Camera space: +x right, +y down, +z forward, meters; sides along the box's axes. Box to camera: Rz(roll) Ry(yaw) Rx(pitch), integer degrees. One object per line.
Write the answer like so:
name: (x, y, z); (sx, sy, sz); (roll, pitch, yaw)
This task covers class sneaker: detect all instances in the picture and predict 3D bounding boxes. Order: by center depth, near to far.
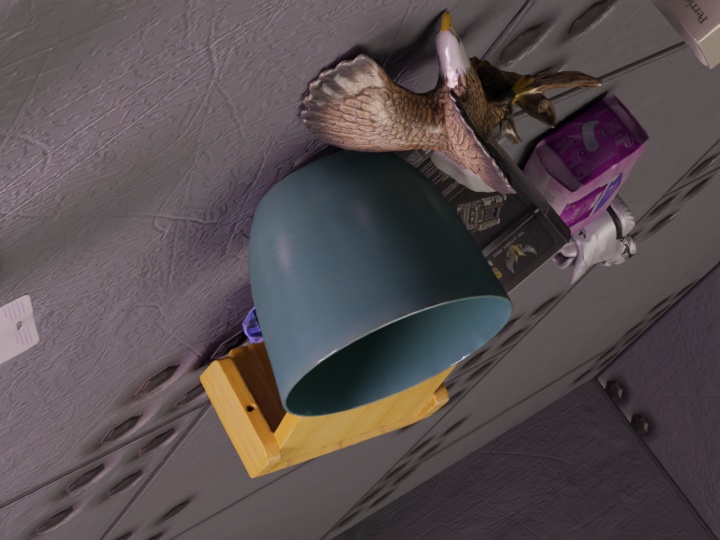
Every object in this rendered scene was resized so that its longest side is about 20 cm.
sneaker: (0.305, -0.035, 2.378); (0.115, 0.075, 0.200); (-35, 162, -4)

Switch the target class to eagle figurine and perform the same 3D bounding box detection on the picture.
eagle figurine: (0.064, -0.117, 1.336); (0.151, 0.151, 0.200); (-34, -177, 38)

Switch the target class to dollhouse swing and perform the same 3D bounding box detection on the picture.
dollhouse swing: (-0.026, 0.083, 1.697); (0.199, 0.182, 0.176); (-17, 145, -23)

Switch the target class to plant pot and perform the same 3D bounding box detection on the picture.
plant pot: (0.000, 0.000, 1.430); (0.199, 0.162, 0.201); (-22, 162, -7)

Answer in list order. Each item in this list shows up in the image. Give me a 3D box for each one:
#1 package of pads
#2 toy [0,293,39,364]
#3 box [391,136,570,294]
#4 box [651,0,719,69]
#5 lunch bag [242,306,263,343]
package of pads: (0.229, -0.098, 1.936); (0.120, 0.076, 0.200); (-34, 167, -17)
toy: (-0.306, 0.061, 1.134); (0.199, 0.047, 0.115); (-30, 169, -15)
box: (0.058, -0.026, 1.539); (0.200, 0.159, 0.048); (-41, -174, 15)
box: (0.310, -0.277, 1.401); (0.200, 0.128, 0.109); (-40, 167, 10)
lunch bag: (-0.022, 0.014, 1.665); (0.199, 0.095, 0.151); (-26, 178, 10)
